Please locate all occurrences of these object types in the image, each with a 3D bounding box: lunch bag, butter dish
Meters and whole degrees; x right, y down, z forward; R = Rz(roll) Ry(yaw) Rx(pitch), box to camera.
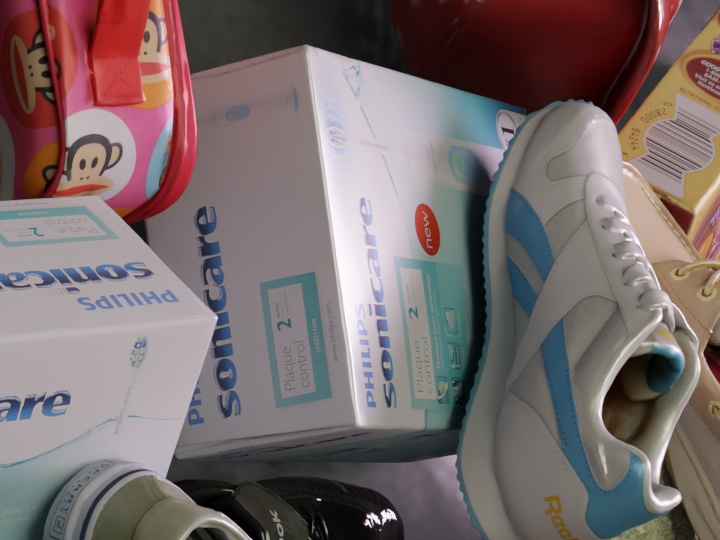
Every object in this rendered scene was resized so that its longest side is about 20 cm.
[{"bbox_3d":[-0.129,-0.109,0.978,0.082,0.176,0.201,-3,82,-37],"label":"lunch bag"},{"bbox_3d":[0.056,-0.156,1.169,0.147,0.200,0.200,0,73,-7],"label":"butter dish"}]

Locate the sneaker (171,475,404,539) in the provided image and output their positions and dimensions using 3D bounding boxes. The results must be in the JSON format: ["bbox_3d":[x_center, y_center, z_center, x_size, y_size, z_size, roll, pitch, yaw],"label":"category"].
[{"bbox_3d":[-0.047,0.115,1.044,0.199,0.090,0.067,-1,80,-40],"label":"sneaker"}]

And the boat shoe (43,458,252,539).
[{"bbox_3d":[-0.036,0.140,0.904,0.072,0.062,0.200,-54,132,-15],"label":"boat shoe"}]

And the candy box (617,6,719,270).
[{"bbox_3d":[0.169,-0.062,1.252,0.056,0.117,0.200,29,52,13],"label":"candy box"}]

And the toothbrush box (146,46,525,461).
[{"bbox_3d":[0.000,0.000,1.066,0.200,0.085,0.147,9,71,-61],"label":"toothbrush box"}]

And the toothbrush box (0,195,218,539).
[{"bbox_3d":[-0.152,0.082,0.896,0.146,0.085,0.201,-6,127,-40],"label":"toothbrush box"}]

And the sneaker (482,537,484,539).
[{"bbox_3d":[0.069,0.193,1.117,0.081,0.088,0.201,11,71,-45],"label":"sneaker"}]

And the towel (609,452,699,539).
[{"bbox_3d":[0.143,0.141,1.113,0.199,0.036,0.149,3,78,-44],"label":"towel"}]

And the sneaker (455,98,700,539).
[{"bbox_3d":[0.093,0.019,1.040,0.077,0.080,0.201,45,42,-46],"label":"sneaker"}]

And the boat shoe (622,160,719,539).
[{"bbox_3d":[0.149,0.030,1.099,0.074,0.069,0.201,-4,60,-46],"label":"boat shoe"}]
